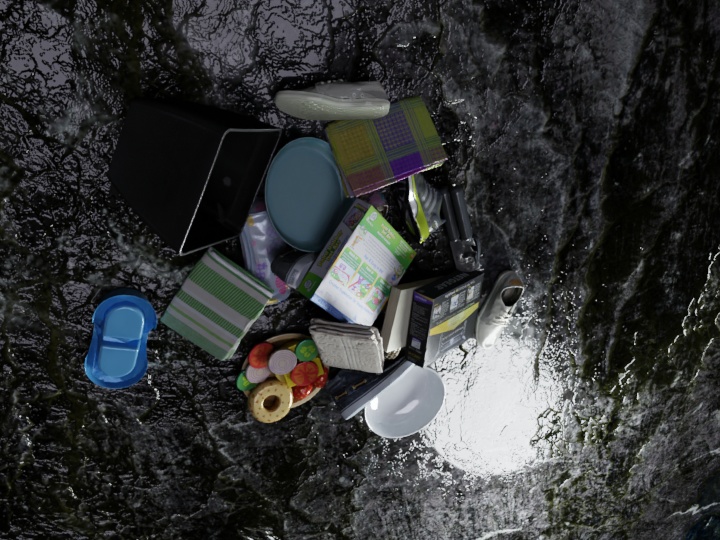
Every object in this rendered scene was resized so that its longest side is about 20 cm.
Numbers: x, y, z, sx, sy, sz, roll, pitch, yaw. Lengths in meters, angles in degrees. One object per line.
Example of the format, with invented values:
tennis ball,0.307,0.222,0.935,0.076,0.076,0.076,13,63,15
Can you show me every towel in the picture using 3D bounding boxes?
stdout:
towel,-0.023,0.146,1.232,0.131,0.035,0.201,8,152,9
towel,0.043,-0.226,1.154,0.198,0.023,0.145,-22,85,-9
towel,-0.265,0.066,1.182,0.152,0.023,0.200,35,119,-9

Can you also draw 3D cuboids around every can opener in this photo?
can opener,0.209,-0.089,1.322,0.053,0.067,0.202,-3,121,27

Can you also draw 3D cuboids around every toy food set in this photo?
toy food set,-0.160,0.218,1.341,0.198,0.049,0.200,-21,122,-9

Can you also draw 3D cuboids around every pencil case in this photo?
pencil case,-0.181,-0.035,1.176,0.090,0.083,0.202,-25,126,-37

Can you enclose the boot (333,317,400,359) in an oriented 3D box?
boot,0.022,0.113,1.338,0.149,0.073,0.202,4,119,-21

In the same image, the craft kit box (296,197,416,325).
craft kit box,0.000,0.000,1.183,0.198,0.048,0.200,-55,141,-5

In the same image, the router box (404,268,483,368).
router box,0.177,0.094,1.340,0.199,0.052,0.159,-21,125,-46

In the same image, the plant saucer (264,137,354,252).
plant saucer,-0.093,-0.135,1.144,0.199,0.027,0.203,-4,95,-42

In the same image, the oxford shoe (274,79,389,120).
oxford shoe,-0.048,-0.297,1.096,0.197,0.075,0.059,-2,80,-10

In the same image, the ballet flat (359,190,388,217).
ballet flat,-0.004,-0.058,1.238,0.069,0.071,0.201,17,110,-30

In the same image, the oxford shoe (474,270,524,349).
oxford shoe,0.314,0.097,1.449,0.074,0.058,0.202,5,116,-25

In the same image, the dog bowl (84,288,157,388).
dog bowl,-0.444,0.122,1.184,0.110,0.050,0.202,9,114,-24

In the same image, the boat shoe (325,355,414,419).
boat shoe,0.018,0.223,1.352,0.200,0.091,0.071,-39,166,9

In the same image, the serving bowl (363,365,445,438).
serving bowl,0.092,0.284,1.461,0.198,0.066,0.202,-9,119,-16

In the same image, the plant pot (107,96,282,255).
plant pot,-0.267,-0.168,0.998,0.176,0.200,0.201,30,109,10

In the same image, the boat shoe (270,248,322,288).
boat shoe,-0.106,-0.018,1.174,0.056,0.200,0.069,28,104,7

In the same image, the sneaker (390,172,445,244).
sneaker,0.113,-0.154,1.241,0.080,0.074,0.202,-31,127,-19

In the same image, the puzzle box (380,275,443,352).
puzzle box,0.116,0.087,1.321,0.199,0.025,0.135,-8,115,-52
